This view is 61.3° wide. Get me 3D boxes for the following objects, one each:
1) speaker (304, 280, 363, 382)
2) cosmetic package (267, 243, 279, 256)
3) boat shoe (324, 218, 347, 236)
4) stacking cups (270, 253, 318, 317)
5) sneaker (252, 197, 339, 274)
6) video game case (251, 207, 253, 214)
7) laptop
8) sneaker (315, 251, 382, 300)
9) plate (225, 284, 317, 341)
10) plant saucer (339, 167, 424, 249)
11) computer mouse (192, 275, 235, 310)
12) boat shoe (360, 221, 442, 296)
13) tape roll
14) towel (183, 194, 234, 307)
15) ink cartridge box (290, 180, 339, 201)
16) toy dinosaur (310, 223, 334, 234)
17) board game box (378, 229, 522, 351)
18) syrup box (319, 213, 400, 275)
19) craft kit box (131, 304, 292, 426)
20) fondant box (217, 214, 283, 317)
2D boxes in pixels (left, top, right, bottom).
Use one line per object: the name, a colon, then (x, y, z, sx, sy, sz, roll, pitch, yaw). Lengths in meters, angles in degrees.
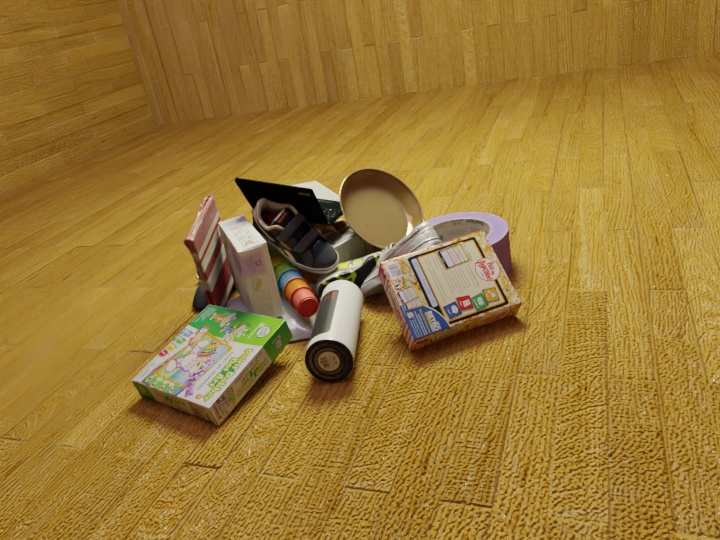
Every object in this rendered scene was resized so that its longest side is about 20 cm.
speaker: (-0.040, 0.096, 1.023, 0.079, 0.083, 0.201, -7, 26, 9)
cosmetic package: (-0.207, -0.063, 1.393, 0.104, 0.073, 0.199, 8, 20, 36)
boat shoe: (-0.079, -0.077, 1.406, 0.068, 0.075, 0.201, -9, 24, 20)
stacking cups: (-0.130, 0.025, 1.154, 0.059, 0.062, 0.200, -18, 25, -15)
sneaker: (-0.129, -0.068, 1.176, 0.198, 0.080, 0.079, 29, 59, 12)
video game case: (-0.167, -0.149, 1.522, 0.196, 0.023, 0.182, -6, 11, -15)
laptop: (-0.130, -0.158, 1.245, 0.174, 0.105, 0.200, 11, 28, 20)
sneaker: (0.000, 0.000, 1.211, 0.196, 0.077, 0.076, -16, 26, -14)
plate: (-0.181, 0.082, 1.169, 0.195, 0.033, 0.201, -11, 24, 3)
plant saucer: (0.041, -0.121, 1.270, 0.199, 0.201, 0.036, -32, -11, -37)
computer mouse: (-0.325, 0.017, 1.349, 0.138, 0.047, 0.200, 5, 30, 29)
boat shoe: (0.070, -0.019, 1.131, 0.199, 0.066, 0.073, -35, -24, 32)
tape roll: (0.195, -0.038, 1.194, 0.196, 0.086, 0.201, -10, 26, 5)
towel: (-0.292, -0.027, 1.206, 0.022, 0.203, 0.145, -1, 41, 9)
ink cartridge box: (-0.125, -0.143, 1.389, 0.158, 0.048, 0.200, -14, 33, -28)
toy dinosaur: (-0.103, -0.083, 1.313, 0.099, 0.059, 0.200, -7, 14, 8)
board game box: (0.148, 0.031, 1.021, 0.196, 0.047, 0.154, -17, 63, -12)
syrup box: (-0.001, -0.054, 1.314, 0.198, 0.083, 0.078, -29, 26, -29)
craft kit box: (-0.245, 0.147, 1.011, 0.194, 0.049, 0.201, 9, 43, 32)
fondant box: (-0.211, -0.007, 1.157, 0.057, 0.147, 0.200, -18, 25, -18)
